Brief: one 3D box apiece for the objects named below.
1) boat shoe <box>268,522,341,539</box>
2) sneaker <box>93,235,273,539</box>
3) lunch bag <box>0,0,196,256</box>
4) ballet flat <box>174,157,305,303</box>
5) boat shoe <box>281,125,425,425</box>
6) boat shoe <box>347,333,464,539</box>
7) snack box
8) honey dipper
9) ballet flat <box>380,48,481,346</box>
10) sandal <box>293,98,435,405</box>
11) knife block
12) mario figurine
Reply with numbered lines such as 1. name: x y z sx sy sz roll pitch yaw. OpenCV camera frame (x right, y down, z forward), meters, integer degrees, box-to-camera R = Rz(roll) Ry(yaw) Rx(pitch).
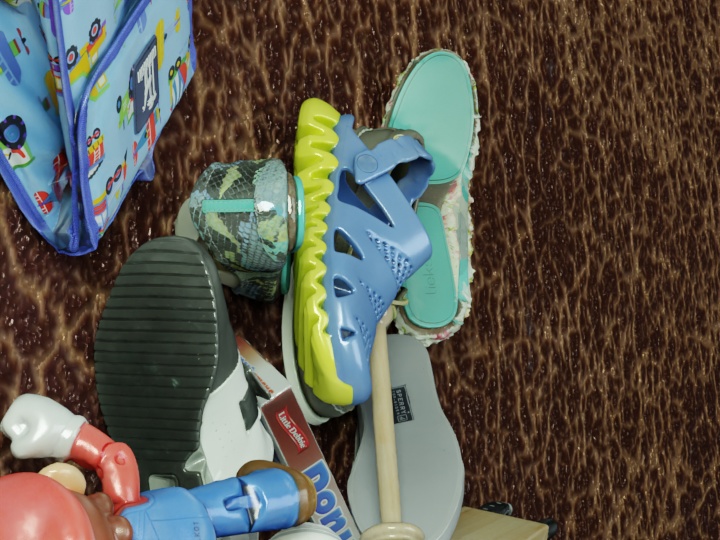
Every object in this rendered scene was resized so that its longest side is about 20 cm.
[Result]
1. boat shoe: -0.028 0.179 1.064 0.201 0.071 0.069 79 8 -56
2. sneaker: -0.086 0.075 1.015 0.088 0.073 0.202 -27 120 -61
3. lunch bag: -0.139 -0.118 0.945 0.201 0.093 0.151 77 24 -43
4. ballet flat: -0.067 -0.023 1.055 0.200 0.073 0.075 110 -19 -78
5. boat shoe: -0.001 -0.001 1.203 0.072 0.060 0.204 48 45 -50
6. boat shoe: 0.025 0.122 1.191 0.201 0.071 0.066 -104 -177 -55
7. snack box: -0.029 0.133 1.119 0.024 0.072 0.201 -31 123 -13
8. honey dipper: 0.013 0.100 1.108 0.038 0.038 0.202 44 34 -52
9. ballet flat: 0.043 -0.047 1.313 0.064 0.075 0.202 110 -15 -80
10. sandal: 0.002 -0.014 1.127 0.080 0.086 0.202 102 -10 -59
11. knife block: 0.088 0.188 1.292 0.201 0.063 0.176 84 20 -45
12. mario figurine: -0.117 0.130 0.905 0.199 0.107 0.124 6 35 -42
